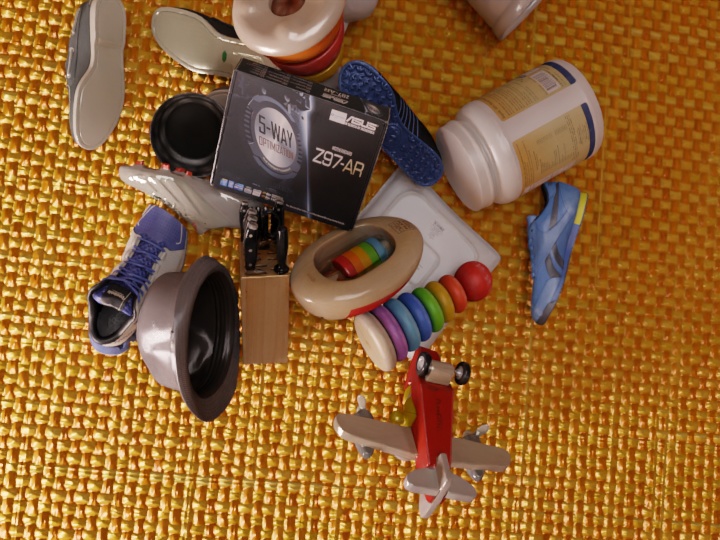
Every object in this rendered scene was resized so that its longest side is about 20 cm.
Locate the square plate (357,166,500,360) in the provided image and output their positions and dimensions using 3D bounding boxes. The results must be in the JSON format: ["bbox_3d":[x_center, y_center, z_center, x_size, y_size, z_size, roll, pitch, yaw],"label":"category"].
[{"bbox_3d":[0.071,-0.014,1.145,0.200,0.028,0.199,43,81,-4],"label":"square plate"}]

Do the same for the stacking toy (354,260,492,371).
[{"bbox_3d":[0.091,0.047,1.095,0.197,0.085,0.087,-31,91,-16],"label":"stacking toy"}]

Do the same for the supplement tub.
[{"bbox_3d":[0.215,-0.182,1.122,0.197,0.144,0.147,-28,90,-10],"label":"supplement tub"}]

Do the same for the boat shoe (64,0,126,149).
[{"bbox_3d":[-0.357,-0.263,1.091,0.061,0.072,0.206,8,91,35],"label":"boat shoe"}]

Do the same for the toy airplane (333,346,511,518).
[{"bbox_3d":[0.083,0.224,1.072,0.198,0.141,0.201,-33,80,-38],"label":"toy airplane"}]

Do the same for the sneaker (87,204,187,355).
[{"bbox_3d":[-0.286,0.017,1.042,0.079,0.115,0.203,27,82,-7],"label":"sneaker"}]

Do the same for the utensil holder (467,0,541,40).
[{"bbox_3d":[0.185,-0.452,1.127,0.200,0.170,0.170,45,81,-1],"label":"utensil holder"}]

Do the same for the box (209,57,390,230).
[{"bbox_3d":[-0.077,-0.154,1.027,0.195,0.044,0.163,18,122,-6],"label":"box"}]

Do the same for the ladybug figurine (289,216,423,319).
[{"bbox_3d":[0.000,0.000,1.064,0.197,0.073,0.136,-28,46,-22],"label":"ladybug figurine"}]

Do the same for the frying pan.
[{"bbox_3d":[-0.186,-0.186,1.092,0.185,0.031,0.118,-9,118,-4],"label":"frying pan"}]

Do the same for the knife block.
[{"bbox_3d":[-0.122,0.017,1.037,0.062,0.176,0.206,-2,86,-8],"label":"knife block"}]

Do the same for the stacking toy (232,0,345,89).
[{"bbox_3d":[-0.068,-0.287,1.049,0.142,0.201,0.150,-5,66,12],"label":"stacking toy"}]

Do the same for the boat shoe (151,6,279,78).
[{"bbox_3d":[-0.190,-0.302,1.114,0.196,0.068,0.073,22,112,6],"label":"boat shoe"}]

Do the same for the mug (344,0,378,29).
[{"bbox_3d":[-0.063,-0.387,1.103,0.171,0.148,0.205,15,105,-15],"label":"mug"}]

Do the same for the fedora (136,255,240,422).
[{"bbox_3d":[-0.221,0.083,1.035,0.088,0.177,0.205,4,111,15],"label":"fedora"}]

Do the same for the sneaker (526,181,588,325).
[{"bbox_3d":[0.261,-0.027,1.162,0.077,0.066,0.205,16,83,5],"label":"sneaker"}]

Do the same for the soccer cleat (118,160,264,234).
[{"bbox_3d":[-0.224,-0.091,1.081,0.195,0.069,0.080,14,95,-14],"label":"soccer cleat"}]

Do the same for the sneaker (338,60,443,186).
[{"bbox_3d":[0.039,-0.201,1.110,0.070,0.078,0.201,-36,109,12],"label":"sneaker"}]

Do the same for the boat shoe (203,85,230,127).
[{"bbox_3d":[-0.114,-0.216,1.124,0.194,0.057,0.068,8,120,-5],"label":"boat shoe"}]
